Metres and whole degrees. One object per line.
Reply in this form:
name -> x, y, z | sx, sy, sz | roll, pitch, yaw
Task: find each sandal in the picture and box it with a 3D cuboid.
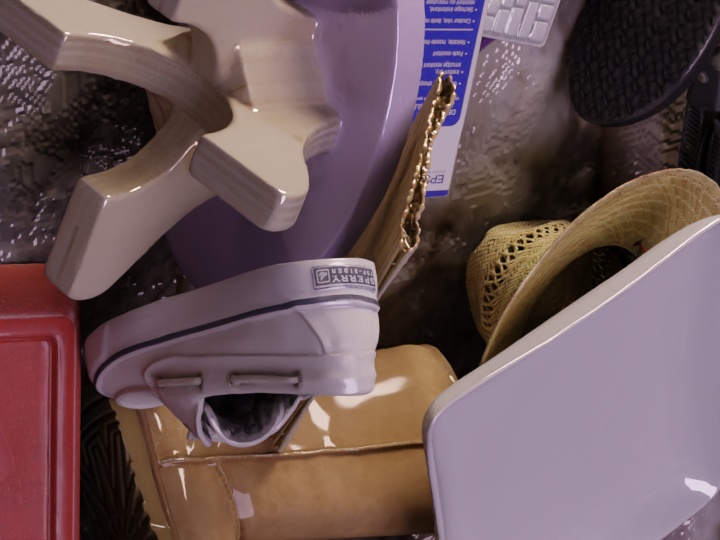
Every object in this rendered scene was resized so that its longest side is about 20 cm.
sandal -> 0.173, -0.154, 1.426 | 0.045, 0.075, 0.201 | 30, 91, -52

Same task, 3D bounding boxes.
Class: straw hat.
straw hat -> 0.098, 0.016, 1.445 | 0.201, 0.085, 0.202 | -29, 138, -30

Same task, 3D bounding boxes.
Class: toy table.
toy table -> -0.061, -0.072, 1.230 | 0.117, 0.183, 0.201 | -9, 117, -50

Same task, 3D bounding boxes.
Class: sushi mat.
sushi mat -> 0.000, 0.000, 1.292 | 0.012, 0.200, 0.096 | 21, 56, -7

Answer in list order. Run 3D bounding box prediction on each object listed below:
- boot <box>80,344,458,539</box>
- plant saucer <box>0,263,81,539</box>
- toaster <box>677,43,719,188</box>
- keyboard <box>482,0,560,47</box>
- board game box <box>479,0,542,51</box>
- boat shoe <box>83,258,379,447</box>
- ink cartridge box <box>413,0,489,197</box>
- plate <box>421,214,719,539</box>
boot -> -0.027, 0.121, 1.368 | 0.199, 0.066, 0.176 | -2, 72, -35
plant saucer -> -0.200, 0.099, 1.253 | 0.199, 0.037, 0.201 | -1, 93, -36
toaster -> 0.241, -0.052, 1.490 | 0.129, 0.114, 0.201 | -29, 144, -25
keyboard -> 0.098, -0.202, 1.347 | 0.056, 0.011, 0.201 | 8, 107, -38
board game box -> 0.071, -0.184, 1.360 | 0.200, 0.032, 0.120 | -39, 133, -15
boat shoe -> -0.055, 0.044, 1.244 | 0.072, 0.200, 0.066 | 2, 77, -39
ink cartridge box -> 0.013, -0.129, 1.304 | 0.094, 0.037, 0.201 | -3, 115, -30
plate -> 0.102, 0.085, 1.405 | 0.199, 0.032, 0.201 | -34, 140, -27
